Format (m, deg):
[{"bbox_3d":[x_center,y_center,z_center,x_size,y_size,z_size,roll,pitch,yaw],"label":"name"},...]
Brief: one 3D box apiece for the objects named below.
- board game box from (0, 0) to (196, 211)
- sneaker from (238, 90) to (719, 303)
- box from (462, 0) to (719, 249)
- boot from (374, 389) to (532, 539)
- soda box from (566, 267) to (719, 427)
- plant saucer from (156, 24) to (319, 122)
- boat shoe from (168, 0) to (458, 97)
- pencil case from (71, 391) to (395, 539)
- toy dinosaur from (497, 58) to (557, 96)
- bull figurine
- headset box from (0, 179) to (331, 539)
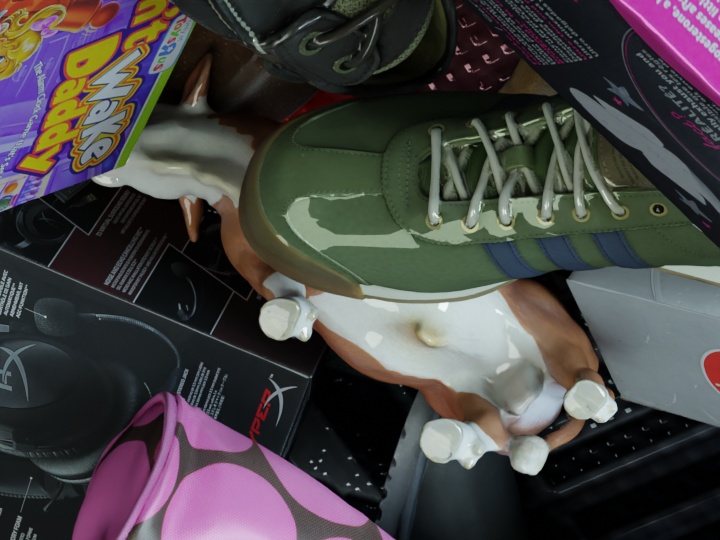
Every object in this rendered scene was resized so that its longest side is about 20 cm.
[{"bbox_3d":[-0.098,-0.090,0.684,0.045,0.134,0.200,50,137,17],"label":"board game box"},{"bbox_3d":[0.068,-0.033,0.701,0.200,0.067,0.090,2,161,-9],"label":"sneaker"},{"bbox_3d":[0.115,-0.083,0.598,0.200,0.115,0.132,42,83,-11],"label":"box"},{"bbox_3d":[0.105,0.120,0.900,0.200,0.066,0.165,17,131,9],"label":"boot"},{"bbox_3d":[0.170,0.022,0.773,0.200,0.063,0.068,15,147,38],"label":"soda box"},{"bbox_3d":[-0.093,-0.122,0.837,0.200,0.035,0.201,7,122,11],"label":"plant saucer"},{"bbox_3d":[-0.007,-0.087,0.687,0.066,0.201,0.072,38,95,9],"label":"boat shoe"},{"bbox_3d":[-0.013,0.131,0.842,0.200,0.094,0.091,35,146,-13],"label":"pencil case"},{"bbox_3d":[0.079,-0.087,0.801,0.106,0.060,0.200,28,131,5],"label":"toy dinosaur"},{"bbox_3d":[0.000,0.000,0.804,0.200,0.121,0.065,30,103,-10],"label":"bull figurine"},{"bbox_3d":[-0.122,0.040,0.912,0.200,0.077,0.149,22,122,3],"label":"headset box"}]
